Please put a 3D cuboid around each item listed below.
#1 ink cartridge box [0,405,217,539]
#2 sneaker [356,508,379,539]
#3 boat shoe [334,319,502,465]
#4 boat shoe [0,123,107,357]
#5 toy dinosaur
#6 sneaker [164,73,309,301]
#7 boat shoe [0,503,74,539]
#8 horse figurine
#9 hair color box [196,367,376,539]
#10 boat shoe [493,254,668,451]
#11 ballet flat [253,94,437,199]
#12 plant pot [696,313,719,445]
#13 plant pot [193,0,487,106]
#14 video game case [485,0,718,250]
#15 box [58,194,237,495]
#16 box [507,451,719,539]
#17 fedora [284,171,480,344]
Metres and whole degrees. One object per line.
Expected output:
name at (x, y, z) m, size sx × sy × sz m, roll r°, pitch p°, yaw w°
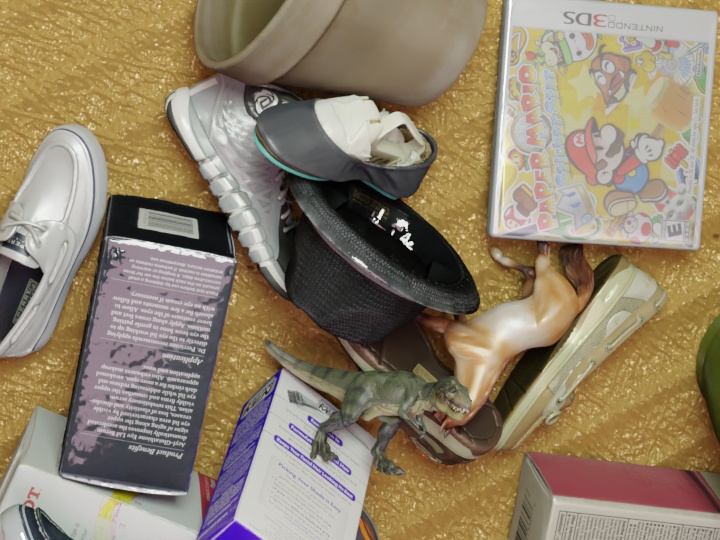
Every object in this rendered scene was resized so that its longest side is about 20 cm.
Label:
ink cartridge box at (-0.214, 0.230, 1.266) m, size 0.199 × 0.145 × 0.146 m, roll 25°, pitch 100°, yaw -13°
sneaker at (-0.001, 0.280, 1.323) m, size 0.077 × 0.112 × 0.200 m, roll -31°, pitch 106°, yaw 1°
boat shoe at (0.027, 0.088, 1.295) m, size 0.202 × 0.075 × 0.075 m, roll 50°, pitch 52°, yaw 3°
boat shoe at (-0.259, -0.019, 1.224) m, size 0.073 × 0.065 × 0.201 m, roll 20°, pitch 103°, yaw 16°
toy dinosaur at (0.003, 0.116, 1.239) m, size 0.199 × 0.047 × 0.089 m, roll 10°, pitch 89°, yaw 29°
sneaker at (-0.064, -0.080, 1.240) m, size 0.115 × 0.075 × 0.200 m, roll -31°, pitch 106°, yaw -1°
boat shoe at (-0.187, 0.240, 1.165) m, size 0.091 × 0.071 × 0.201 m, roll -31°, pitch 112°, yaw 0°
horse figurine at (0.118, 0.034, 1.266) m, size 0.199 × 0.133 × 0.050 m, roll -27°, pitch 148°, yaw -12°
hair color box at (-0.058, 0.182, 1.241) m, size 0.109 × 0.200 × 0.065 m, roll 39°, pitch 121°, yaw -14°
boat shoe at (0.183, 0.082, 1.316) m, size 0.063 × 0.073 × 0.201 m, roll 36°, pitch 91°, yaw -10°
ballet flat at (-0.002, -0.102, 1.166) m, size 0.200 × 0.073 × 0.073 m, roll 13°, pitch 109°, yaw -56°
plant pot at (0.374, 0.104, 1.280) m, size 0.199 × 0.193 × 0.201 m, roll -2°, pitch 105°, yaw -6°
plant pot at (-0.004, -0.213, 1.165) m, size 0.173 × 0.200 × 0.201 m, roll 22°, pitch 102°, yaw -29°
video game case at (0.201, -0.122, 1.267) m, size 0.181 × 0.023 × 0.201 m, roll 3°, pitch 94°, yaw -8°
box at (-0.171, 0.057, 1.225) m, size 0.104 × 0.148 × 0.201 m, roll 10°, pitch 105°, yaw -10°
box at (0.238, 0.245, 1.346) m, size 0.199 × 0.109 × 0.128 m, roll 8°, pitch 104°, yaw -9°
fedora at (0.000, 0.000, 1.199) m, size 0.200 × 0.201 × 0.092 m, roll 34°, pitch 107°, yaw -14°
